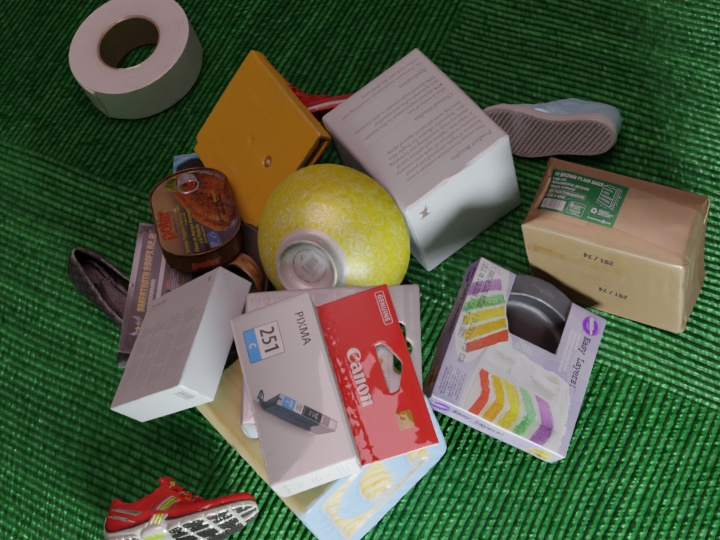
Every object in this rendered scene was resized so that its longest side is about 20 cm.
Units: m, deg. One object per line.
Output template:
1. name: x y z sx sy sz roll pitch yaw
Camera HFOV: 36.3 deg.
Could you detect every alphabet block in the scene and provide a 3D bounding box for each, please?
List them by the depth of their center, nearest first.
1. alphabet block: -0.041 0.185 1.306 0.196 0.196 0.200 -42 61 -12

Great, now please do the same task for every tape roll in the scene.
1. tape roll: -0.352 -0.337 1.726 0.201 0.071 0.203 -5 62 10

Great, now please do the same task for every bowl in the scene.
1. bowl: -0.047 -0.020 1.349 0.199 0.201 0.108 7 25 17

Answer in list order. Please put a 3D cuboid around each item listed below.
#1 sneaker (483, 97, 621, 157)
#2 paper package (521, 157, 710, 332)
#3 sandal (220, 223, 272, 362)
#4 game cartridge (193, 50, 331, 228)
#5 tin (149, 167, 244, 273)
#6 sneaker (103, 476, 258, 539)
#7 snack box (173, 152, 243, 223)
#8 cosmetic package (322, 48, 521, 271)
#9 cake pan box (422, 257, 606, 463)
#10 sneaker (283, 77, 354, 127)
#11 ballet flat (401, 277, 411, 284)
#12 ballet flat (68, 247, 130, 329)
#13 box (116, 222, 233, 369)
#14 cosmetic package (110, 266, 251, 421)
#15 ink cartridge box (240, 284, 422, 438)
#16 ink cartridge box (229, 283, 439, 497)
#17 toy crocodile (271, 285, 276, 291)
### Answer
1. sneaker: 0.264 -0.203 1.518 0.199 0.074 0.082 12 36 24
2. paper package: 0.312 -0.029 1.333 0.199 0.191 0.104 17 68 23
3. sandal: -0.160 0.020 1.425 0.081 0.055 0.201 -8 59 22
4. game cartridge: -0.141 -0.177 1.519 0.177 0.032 0.200 -53 53 23
5. tin: -0.219 -0.069 1.463 0.111 0.042 0.200 -12 39 -9
6. sneaker: -0.226 0.294 1.362 0.199 0.077 0.085 -12 55 7
7. snack box: -0.173 -0.124 1.589 0.199 0.037 0.117 -8 61 9
8. cosmetic package: 0.083 -0.146 1.465 0.167 0.166 0.200 -36 60 -6
9. cake pan box: 0.187 0.105 1.327 0.184 0.052 0.201 28 67 -9
10. sneaker: -0.083 -0.253 1.613 0.199 0.078 0.116 -12 62 6
11. ballet flat: 0.000 0.000 1.470 0.200 0.057 0.066 38 77 27
12. ballet flat: -0.327 0.039 1.513 0.200 0.057 0.067 32 69 13
13. box: -0.233 0.041 1.473 0.158 0.048 0.201 7 60 -9
14. cosmetic package: -0.216 0.092 1.308 0.200 0.052 0.151 -22 48 53
15. ink cartridge box: -0.031 0.098 1.220 0.199 0.047 0.161 -3 62 6
16. ink cartridge box: -0.031 0.115 1.159 0.175 0.045 0.201 -19 62 1
17. toy crocodile: -0.124 0.046 1.470 0.061 0.068 0.201 -12 60 15
